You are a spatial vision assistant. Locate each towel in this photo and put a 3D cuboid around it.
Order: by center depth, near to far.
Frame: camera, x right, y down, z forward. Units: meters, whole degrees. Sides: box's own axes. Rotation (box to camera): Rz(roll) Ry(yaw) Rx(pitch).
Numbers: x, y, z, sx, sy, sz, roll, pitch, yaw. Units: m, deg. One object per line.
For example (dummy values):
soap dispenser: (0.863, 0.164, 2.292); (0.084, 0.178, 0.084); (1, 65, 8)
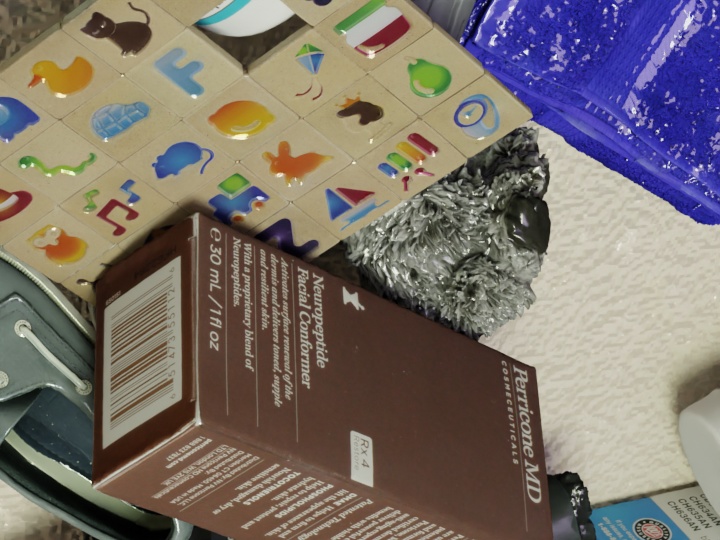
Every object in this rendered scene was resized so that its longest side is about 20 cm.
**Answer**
towel: (0.138, -0.112, 0.973); (0.199, 0.050, 0.148); (27, 105, -34)

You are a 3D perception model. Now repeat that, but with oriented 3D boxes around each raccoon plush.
raccoon plush: (0.000, 0.000, 0.951); (0.133, 0.097, 0.201); (6, 115, -19)

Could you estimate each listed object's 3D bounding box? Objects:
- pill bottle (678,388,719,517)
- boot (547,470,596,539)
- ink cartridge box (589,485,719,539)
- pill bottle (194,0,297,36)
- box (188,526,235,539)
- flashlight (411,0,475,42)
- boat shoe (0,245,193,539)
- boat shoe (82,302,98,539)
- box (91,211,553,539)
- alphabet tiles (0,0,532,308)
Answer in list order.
pill bottle: (0.267, 0.061, 1.096); (0.199, 0.109, 0.110); (-27, 126, -10)
boot: (0.035, 0.134, 1.041); (0.161, 0.074, 0.199); (-14, 136, -13)
ink cartridge box: (0.228, 0.203, 1.135); (0.199, 0.147, 0.146); (-10, 121, -21)
pill bottle: (-0.074, -0.158, 0.809); (0.199, 0.111, 0.111); (20, 108, -33)
box: (-0.101, 0.184, 0.982); (0.199, 0.036, 0.143); (-18, 134, 18)
flashlight: (0.047, -0.181, 0.878); (0.068, 0.068, 0.201); (11, 111, -19)
boat shoe: (-0.144, 0.048, 0.888); (0.200, 0.062, 0.073); (38, 112, -13)
boat shoe: (-0.087, 0.052, 0.952); (0.073, 0.060, 0.201); (3, 116, -26)
box: (-0.013, 0.065, 0.899); (0.199, 0.101, 0.075); (25, 137, -37)
alphabet tiles: (-0.059, -0.052, 0.841); (0.199, 0.008, 0.167); (-32, 134, 24)
